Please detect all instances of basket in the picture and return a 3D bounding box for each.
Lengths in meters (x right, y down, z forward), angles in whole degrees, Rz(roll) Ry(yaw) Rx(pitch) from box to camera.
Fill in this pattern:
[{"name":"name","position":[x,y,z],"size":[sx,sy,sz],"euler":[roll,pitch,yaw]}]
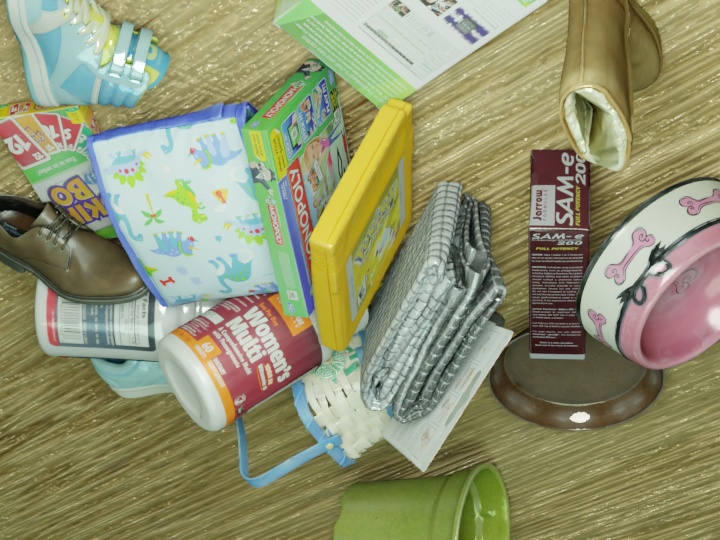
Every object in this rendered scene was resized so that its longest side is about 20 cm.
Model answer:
[{"name":"basket","position":[-0.053,0.135,1.555],"size":[0.200,0.177,0.139],"euler":[-31,131,11]}]

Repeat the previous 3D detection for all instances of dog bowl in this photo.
[{"name":"dog bowl","position":[0.310,0.011,1.361],"size":[0.200,0.074,0.201],"euler":[-23,140,-21]}]

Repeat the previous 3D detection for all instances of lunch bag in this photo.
[{"name":"lunch bag","position":[-0.149,-0.073,1.356],"size":[0.169,0.128,0.200],"euler":[-10,137,18]}]

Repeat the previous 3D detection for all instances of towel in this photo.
[{"name":"towel","position":[0.072,0.031,1.393],"size":[0.085,0.166,0.200],"euler":[23,122,-8]}]

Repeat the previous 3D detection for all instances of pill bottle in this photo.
[{"name":"pill bottle","position":[-0.097,0.068,1.419],"size":[0.200,0.110,0.110],"euler":[-32,145,-23]},{"name":"pill bottle","position":[-0.237,0.038,1.502],"size":[0.199,0.120,0.120],"euler":[3,139,3]}]

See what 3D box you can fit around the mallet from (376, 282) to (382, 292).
[{"name":"mallet","position":[0.000,0.000,1.495],"size":[0.200,0.041,0.066],"euler":[32,133,-21]}]

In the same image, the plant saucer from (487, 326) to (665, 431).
[{"name":"plant saucer","position":[0.245,0.113,1.593],"size":[0.199,0.035,0.201],"euler":[3,139,3]}]

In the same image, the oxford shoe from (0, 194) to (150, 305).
[{"name":"oxford shoe","position":[-0.301,-0.023,1.422],"size":[0.199,0.073,0.085],"euler":[19,145,15]}]

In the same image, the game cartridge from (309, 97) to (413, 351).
[{"name":"game cartridge","position":[0.005,-0.041,1.314],"size":[0.032,0.177,0.200],"euler":[22,153,12]}]

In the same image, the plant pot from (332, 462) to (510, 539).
[{"name":"plant pot","position":[0.072,0.341,1.777],"size":[0.184,0.201,0.201],"euler":[-1,140,25]}]

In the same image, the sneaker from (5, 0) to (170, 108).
[{"name":"sneaker","position":[-0.237,-0.220,1.240],"size":[0.130,0.080,0.200],"euler":[6,149,3]}]

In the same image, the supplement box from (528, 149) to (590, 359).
[{"name":"supplement box","position":[0.198,-0.013,1.397],"size":[0.061,0.109,0.200],"euler":[0,140,9]}]

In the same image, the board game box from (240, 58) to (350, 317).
[{"name":"board game box","position":[-0.049,-0.076,1.302],"size":[0.029,0.135,0.201],"euler":[7,128,24]}]

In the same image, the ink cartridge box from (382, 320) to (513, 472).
[{"name":"ink cartridge box","position":[0.099,0.127,1.405],"size":[0.057,0.163,0.200],"euler":[33,177,-15]}]

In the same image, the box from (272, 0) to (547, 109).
[{"name":"box","position":[0.042,-0.235,1.219],"size":[0.200,0.036,0.144],"euler":[-31,127,34]}]

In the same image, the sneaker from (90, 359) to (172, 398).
[{"name":"sneaker","position":[-0.226,0.094,1.599],"size":[0.199,0.074,0.082],"euler":[-19,137,25]}]

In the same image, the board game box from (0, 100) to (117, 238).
[{"name":"board game box","position":[-0.288,-0.095,1.428],"size":[0.095,0.030,0.200],"euler":[-7,140,15]}]

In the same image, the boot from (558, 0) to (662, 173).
[{"name":"boot","position":[0.205,-0.156,1.162],"size":[0.066,0.200,0.175],"euler":[-18,134,25]}]

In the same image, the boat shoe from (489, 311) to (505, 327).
[{"name":"boat shoe","position":[0.104,0.110,1.583],"size":[0.057,0.067,0.200],"euler":[18,134,-6]}]
